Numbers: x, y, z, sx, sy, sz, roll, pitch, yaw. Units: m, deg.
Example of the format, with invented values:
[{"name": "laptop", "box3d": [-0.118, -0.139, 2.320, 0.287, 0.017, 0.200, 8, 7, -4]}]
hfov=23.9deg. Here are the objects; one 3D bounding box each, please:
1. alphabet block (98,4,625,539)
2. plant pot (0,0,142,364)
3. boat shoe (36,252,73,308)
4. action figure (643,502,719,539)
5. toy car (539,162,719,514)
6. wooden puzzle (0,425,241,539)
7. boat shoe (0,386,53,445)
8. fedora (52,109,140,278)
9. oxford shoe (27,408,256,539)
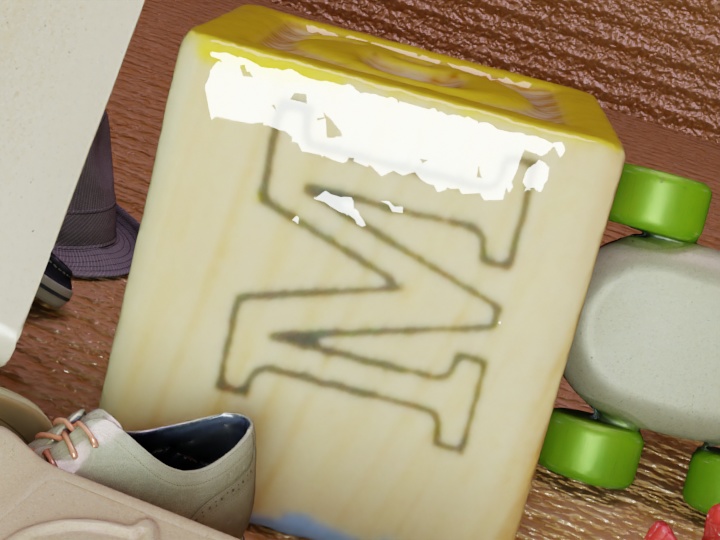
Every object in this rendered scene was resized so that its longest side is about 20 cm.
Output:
[{"name": "alphabet block", "box3d": [0.000, 0.000, 0.798, 0.194, 0.202, 0.195, 15, 14, -1]}, {"name": "plant pot", "box3d": [-0.207, -0.082, 0.706, 0.176, 0.202, 0.200, 22, -12, -17]}, {"name": "boat shoe", "box3d": [-0.217, -0.066, 0.939, 0.201, 0.062, 0.075, 53, -7, -6]}, {"name": "action figure", "box3d": [0.192, 0.166, 0.663, 0.065, 0.052, 0.200, -3, 26, -37]}, {"name": "toy car", "box3d": [0.179, 0.035, 0.966, 0.156, 0.166, 0.200, 15, 4, 1]}, {"name": "wooden puzzle", "box3d": [-0.070, 0.133, 0.479, 0.198, 0.047, 0.185, 23, 27, 13]}, {"name": "boat shoe", "box3d": [-0.212, 0.058, 0.625, 0.198, 0.073, 0.065, 2, 18, -23]}, {"name": "fedora", "box3d": [-0.216, -0.072, 1.091, 0.175, 0.091, 0.200, 8, 15, -24]}, {"name": "oxford shoe", "box3d": [-0.119, 0.083, 0.607, 0.070, 0.075, 0.199, 25, 17, 39]}]
